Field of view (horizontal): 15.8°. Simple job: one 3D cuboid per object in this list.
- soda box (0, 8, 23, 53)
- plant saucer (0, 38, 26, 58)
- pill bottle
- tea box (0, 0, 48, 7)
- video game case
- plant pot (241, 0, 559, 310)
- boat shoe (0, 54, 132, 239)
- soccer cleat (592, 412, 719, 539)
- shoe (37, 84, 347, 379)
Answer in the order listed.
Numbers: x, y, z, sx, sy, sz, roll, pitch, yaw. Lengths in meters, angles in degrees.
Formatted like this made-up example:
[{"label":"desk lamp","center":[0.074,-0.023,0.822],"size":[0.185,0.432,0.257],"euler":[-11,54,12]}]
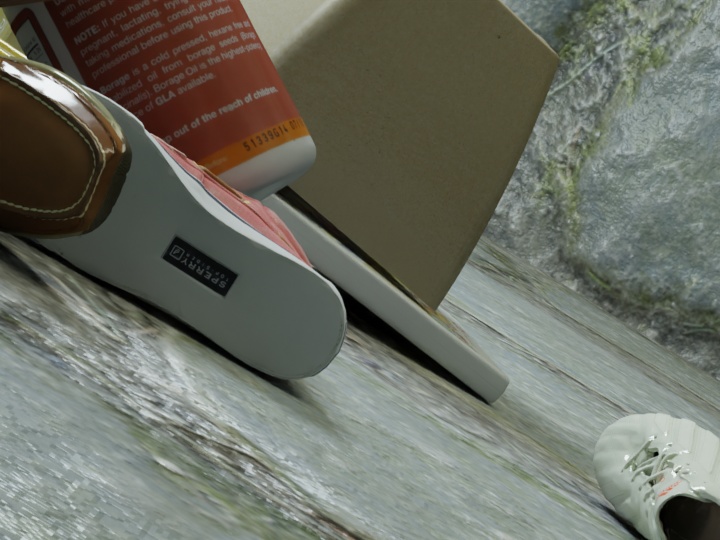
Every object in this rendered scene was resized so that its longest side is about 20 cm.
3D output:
[{"label":"soda box","center":[-0.162,-0.122,1.777],"size":[0.199,0.068,0.064],"euler":[29,5,-25]},{"label":"plant saucer","center":[-0.245,-0.124,1.407],"size":[0.200,0.049,0.200],"euler":[35,6,25]},{"label":"pill bottle","center":[-0.113,-0.119,1.326],"size":[0.201,0.112,0.112],"euler":[63,7,2]},{"label":"tea box","center":[-0.237,-0.229,1.213],"size":[0.133,0.198,0.199],"euler":[-2,-5,43]},{"label":"video game case","center":[0.000,0.000,1.688],"size":[0.200,0.023,0.182],"euler":[38,3,-14]},{"label":"plant pot","center":[0.008,-0.126,1.683],"size":[0.200,0.177,0.200],"euler":[40,1,-24]},{"label":"boat shoe","center":[-0.192,-0.071,1.117],"size":[0.199,0.076,0.074],"euler":[25,7,26]},{"label":"soccer cleat","center":[0.178,0.127,1.411],"size":[0.077,0.070,0.200],"euler":[24,11,-35]},{"label":"shoe","center":[-0.096,-0.023,1.221],"size":[0.200,0.072,0.091],"euler":[36,2,-13]}]
